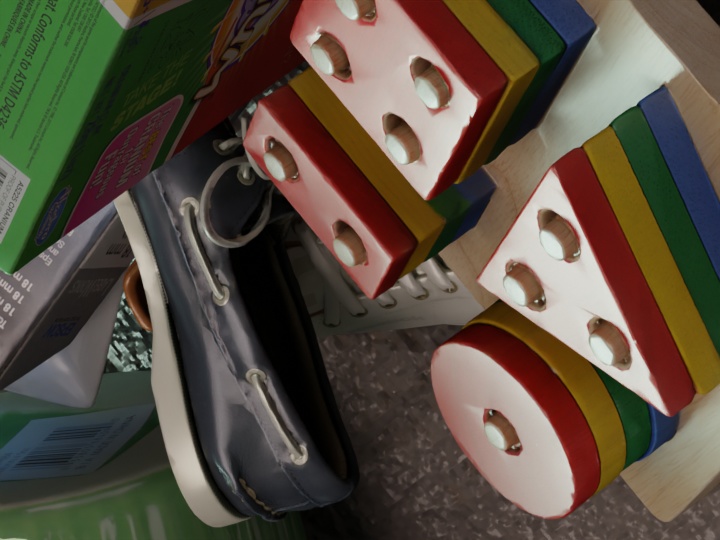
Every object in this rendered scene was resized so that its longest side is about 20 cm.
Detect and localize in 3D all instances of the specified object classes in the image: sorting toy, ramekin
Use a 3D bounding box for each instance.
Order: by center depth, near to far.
[{"bbox_3d":[0.051,-0.019,0.923,0.199,0.069,0.200,51,155,11],"label":"sorting toy"},{"bbox_3d":[-0.114,0.111,1.158,0.199,0.200,0.098,0,107,34],"label":"ramekin"}]

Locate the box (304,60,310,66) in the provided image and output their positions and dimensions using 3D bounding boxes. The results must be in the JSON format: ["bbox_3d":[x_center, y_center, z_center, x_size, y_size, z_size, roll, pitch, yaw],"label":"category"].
[{"bbox_3d":[-0.004,-0.153,1.031,0.200,0.051,0.158,32,129,16],"label":"box"}]

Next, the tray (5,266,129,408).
[{"bbox_3d":[-0.182,-0.017,1.208,0.199,0.022,0.108,13,88,28],"label":"tray"}]

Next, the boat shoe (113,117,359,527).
[{"bbox_3d":[-0.047,-0.012,1.030,0.062,0.075,0.201,-13,86,22],"label":"boat shoe"}]

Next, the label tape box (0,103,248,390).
[{"bbox_3d":[-0.154,-0.041,1.127,0.144,0.063,0.200,39,99,10],"label":"label tape box"}]

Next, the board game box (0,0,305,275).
[{"bbox_3d":[-0.042,-0.102,0.918,0.040,0.200,0.153,38,130,10],"label":"board game box"}]

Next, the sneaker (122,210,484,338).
[{"bbox_3d":[0.000,0.000,1.090,0.199,0.085,0.073,-9,107,35],"label":"sneaker"}]
